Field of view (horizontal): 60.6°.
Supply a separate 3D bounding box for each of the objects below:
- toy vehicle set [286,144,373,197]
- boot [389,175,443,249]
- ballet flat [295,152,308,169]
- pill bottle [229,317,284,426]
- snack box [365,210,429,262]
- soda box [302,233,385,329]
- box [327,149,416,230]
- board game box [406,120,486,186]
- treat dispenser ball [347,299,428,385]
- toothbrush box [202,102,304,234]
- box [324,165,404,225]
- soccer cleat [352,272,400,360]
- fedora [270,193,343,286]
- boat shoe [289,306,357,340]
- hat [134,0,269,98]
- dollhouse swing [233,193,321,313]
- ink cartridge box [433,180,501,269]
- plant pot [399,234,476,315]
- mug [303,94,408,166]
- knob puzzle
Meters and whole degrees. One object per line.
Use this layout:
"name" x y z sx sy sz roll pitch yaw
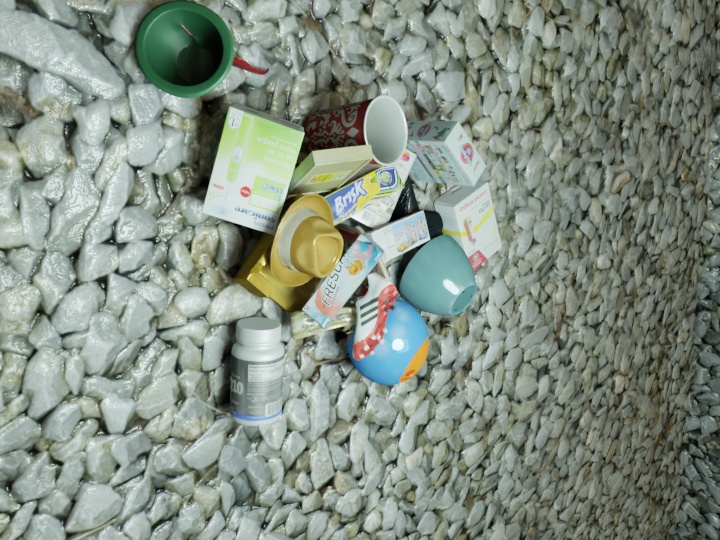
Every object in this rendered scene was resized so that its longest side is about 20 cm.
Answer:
"toy vehicle set" -0.070 -0.192 1.213 0.122 0.199 0.027 -12 84 -27
"boot" 0.136 -0.145 1.530 0.166 0.075 0.206 -3 87 -52
"ballet flat" -0.175 -0.216 1.246 0.197 0.068 0.069 1 62 -39
"pill bottle" -0.217 0.209 1.294 0.112 0.113 0.205 -5 104 -38
"snack box" 0.089 -0.077 1.398 0.198 0.024 0.074 -26 105 -45
"soda box" -0.034 0.021 1.269 0.063 0.068 0.201 38 97 2
"box" 0.022 -0.207 1.406 0.153 0.041 0.204 25 85 -18
"board game box" 0.176 -0.276 1.445 0.065 0.198 0.148 -54 128 -14
"treat dispenser ball" 0.066 0.168 1.462 0.198 0.199 0.206 -11 108 -37
"toothbrush box" -0.201 -0.192 1.163 0.142 0.086 0.204 17 108 -12
"box" -0.007 -0.161 1.339 0.197 0.070 0.065 -30 97 -15
"soccer cleat" 0.019 0.100 1.312 0.068 0.085 0.203 -12 132 -44
"fedora" -0.090 -0.047 1.196 0.200 0.081 0.204 -40 142 -40
"boat shoe" -0.059 0.115 1.356 0.195 0.073 0.064 -3 83 -14
"hat" -0.298 -0.376 1.148 0.196 0.176 0.169 25 86 -2
"dollhouse swing" -0.133 -0.016 1.283 0.175 0.181 0.202 38 76 -18
"ink cartridge box" 0.290 -0.121 1.654 0.144 0.083 0.204 -35 121 -28
"plant pot" 0.214 0.033 1.548 0.198 0.134 0.203 -32 144 -26
"mug" -0.005 -0.276 1.289 0.176 0.197 0.137 19 80 -47
"knob puzzle" 0.000 0.000 1.368 0.030 0.218 0.225 -19 113 -26
